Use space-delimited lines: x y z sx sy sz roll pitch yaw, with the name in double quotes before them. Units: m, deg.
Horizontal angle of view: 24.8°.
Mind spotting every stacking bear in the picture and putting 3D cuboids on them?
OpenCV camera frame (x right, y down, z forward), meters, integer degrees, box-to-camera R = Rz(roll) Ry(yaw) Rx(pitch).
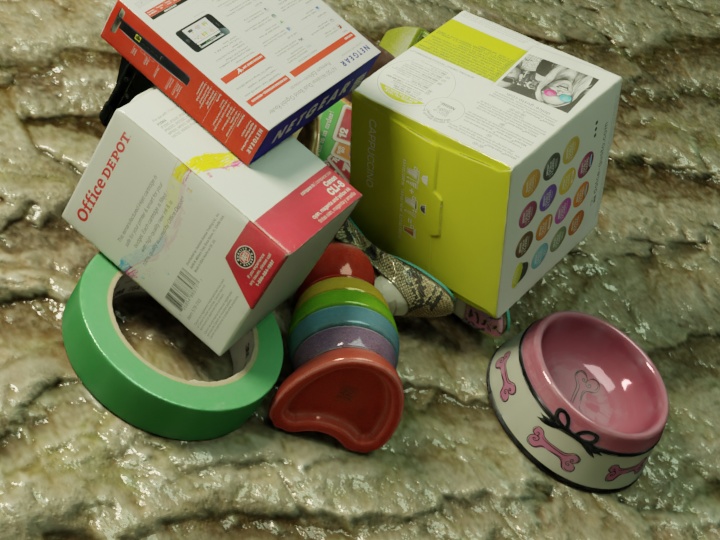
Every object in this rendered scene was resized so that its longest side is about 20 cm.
"stacking bear" -0.020 0.054 1.560 0.121 0.114 0.200 19 37 -21

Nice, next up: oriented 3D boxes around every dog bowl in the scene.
"dog bowl" 0.233 0.127 1.699 0.200 0.074 0.200 20 40 -18

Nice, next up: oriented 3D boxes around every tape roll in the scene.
"tape roll" -0.169 0.059 1.485 0.200 0.048 0.201 21 40 -19

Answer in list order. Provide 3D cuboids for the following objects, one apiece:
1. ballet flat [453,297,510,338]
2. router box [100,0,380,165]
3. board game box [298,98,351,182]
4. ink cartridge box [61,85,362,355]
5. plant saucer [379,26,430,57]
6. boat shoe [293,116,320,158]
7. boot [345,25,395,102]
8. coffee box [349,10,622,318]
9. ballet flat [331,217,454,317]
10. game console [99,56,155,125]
"ballet flat" 0.104 -0.002 1.751 0.071 0.069 0.200 0 44 -13
"router box" -0.105 -0.205 1.484 0.179 0.049 0.200 42 41 7
"board game box" -0.066 -0.160 1.751 0.200 0.096 0.030 36 12 1
"ink cartridge box" -0.135 -0.059 1.477 0.200 0.145 0.145 41 38 5
"plant saucer" 0.101 -0.208 1.965 0.200 0.048 0.200 32 38 -5
"boat shoe" -0.067 -0.098 1.655 0.200 0.069 0.074 -94 165 -45
"boot" 0.000 -0.199 1.841 0.200 0.072 0.166 34 50 10
"coffee box" 0.121 -0.112 1.679 0.200 0.200 0.198 29 48 27
"ballet flat" 0.000 0.000 1.672 0.200 0.068 0.075 39 59 13
"game console" -0.173 -0.218 1.643 0.176 0.200 0.116 43 39 8
